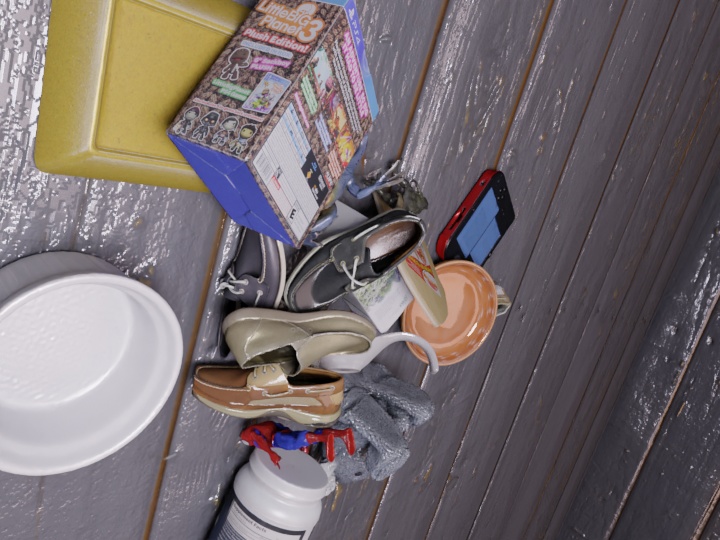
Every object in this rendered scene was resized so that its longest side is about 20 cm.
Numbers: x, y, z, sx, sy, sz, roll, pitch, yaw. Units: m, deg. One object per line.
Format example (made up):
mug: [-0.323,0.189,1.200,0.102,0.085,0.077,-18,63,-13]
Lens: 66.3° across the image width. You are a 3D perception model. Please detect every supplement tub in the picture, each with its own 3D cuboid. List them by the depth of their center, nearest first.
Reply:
supplement tub: [-0.142,0.378,0.822,0.139,0.139,0.203,21,95,-50]

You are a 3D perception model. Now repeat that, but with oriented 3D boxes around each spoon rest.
spoon rest: [0.020,0.126,0.848,0.100,0.195,0.062,96,-3,-72]

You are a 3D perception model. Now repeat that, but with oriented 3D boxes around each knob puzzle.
knob puzzle: [0.078,0.000,0.837,0.030,0.223,0.219,-27,144,18]

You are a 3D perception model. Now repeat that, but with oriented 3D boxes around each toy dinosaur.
toy dinosaur: [-0.049,-0.123,0.716,0.106,0.197,0.183,54,37,-25]
toy dinosaur: [0.055,-0.108,0.804,0.089,0.047,0.200,57,30,-5]

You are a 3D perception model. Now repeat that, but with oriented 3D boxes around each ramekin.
ramekin: [-0.285,0.081,0.534,0.198,0.097,0.204,-24,127,-36]

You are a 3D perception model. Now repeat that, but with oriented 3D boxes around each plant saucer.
plant saucer: [-0.190,-0.176,0.532,0.198,0.048,0.204,-1,111,-48]
plant saucer: [0.160,0.075,1.014,0.196,0.037,0.205,-7,110,-20]

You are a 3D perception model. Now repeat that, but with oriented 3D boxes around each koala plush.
koala plush: [-0.008,0.272,0.915,0.177,0.182,0.202,-37,156,-56]

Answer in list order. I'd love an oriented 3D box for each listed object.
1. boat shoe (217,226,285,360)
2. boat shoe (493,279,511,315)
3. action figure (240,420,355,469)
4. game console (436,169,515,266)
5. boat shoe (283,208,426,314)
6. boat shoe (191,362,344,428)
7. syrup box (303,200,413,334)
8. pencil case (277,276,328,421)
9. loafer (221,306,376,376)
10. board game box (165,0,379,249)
boat shoe: [-0.140,0.027,0.681,0.062,0.072,0.204,-14,127,-41]
boat shoe: [0.227,0.084,1.103,0.198,0.068,0.076,-30,149,-31]
action figure: [-0.099,0.234,0.756,0.065,0.197,0.053,-4,89,-50]
game console: [0.227,-0.073,1.055,0.201,0.031,0.177,-53,139,-10]
boat shoe: [-0.008,-0.010,0.682,0.198,0.068,0.073,-33,114,-6]
boat shoe: [-0.113,0.143,0.710,0.196,0.076,0.075,13,109,-18]
syrup box: [0.000,0.000,0.810,0.079,0.081,0.201,-47,139,-12]
pencil case: [-0.087,0.113,0.776,0.087,0.078,0.204,4,113,-5]
loafer: [-0.070,0.091,0.671,0.196,0.070,0.076,4,149,-24]
board game box: [-0.076,-0.157,0.570,0.202,0.095,0.160,-61,158,-19]
